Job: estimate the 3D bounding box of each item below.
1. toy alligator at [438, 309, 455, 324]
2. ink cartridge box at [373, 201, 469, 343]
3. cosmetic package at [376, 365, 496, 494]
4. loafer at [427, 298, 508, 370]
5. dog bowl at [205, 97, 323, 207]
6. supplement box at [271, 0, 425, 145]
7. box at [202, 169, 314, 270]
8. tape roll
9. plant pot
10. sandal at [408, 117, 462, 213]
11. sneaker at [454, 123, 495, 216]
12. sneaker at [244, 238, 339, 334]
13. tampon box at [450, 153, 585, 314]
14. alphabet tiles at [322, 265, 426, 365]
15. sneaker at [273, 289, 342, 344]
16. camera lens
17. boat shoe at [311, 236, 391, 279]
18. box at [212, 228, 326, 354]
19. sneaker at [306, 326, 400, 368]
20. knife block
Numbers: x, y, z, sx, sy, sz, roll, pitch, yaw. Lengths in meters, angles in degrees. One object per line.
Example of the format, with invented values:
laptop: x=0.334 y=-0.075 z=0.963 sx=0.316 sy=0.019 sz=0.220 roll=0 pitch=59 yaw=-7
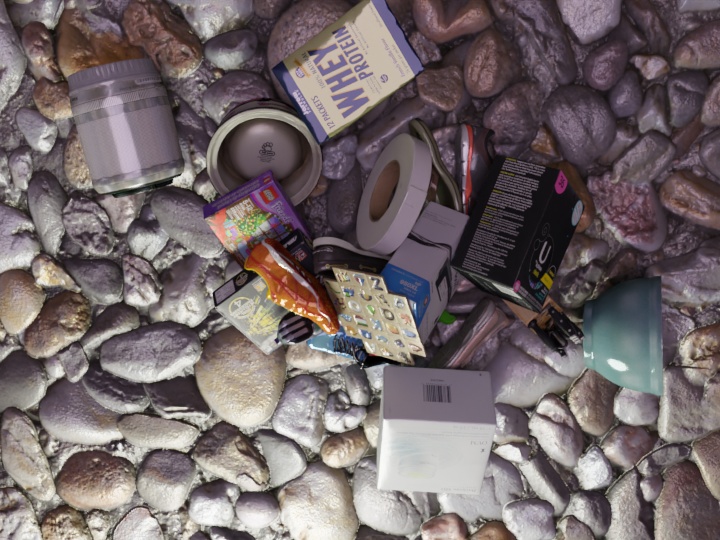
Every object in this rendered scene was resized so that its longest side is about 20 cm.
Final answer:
toy alligator: x=0.080 y=0.059 z=1.315 sx=0.194 sy=0.060 sz=0.056 roll=7 pitch=61 yaw=9
ink cartridge box: x=0.107 y=0.010 z=1.201 sx=0.083 sy=0.202 sz=0.146 roll=22 pitch=147 yaw=22
cosmetic package: x=0.130 y=0.292 z=1.292 sx=0.193 sy=0.125 sz=0.204 roll=3 pitch=130 yaw=0
loafer: x=0.196 y=0.148 z=1.324 sx=0.062 sy=0.072 sz=0.201 roll=36 pitch=98 yaw=-15
dog bowl: x=-0.162 y=-0.199 z=1.211 sx=0.194 sy=0.075 sz=0.204 roll=-5 pitch=130 yaw=-6
supplement box: x=-0.016 y=-0.319 z=1.151 sx=0.197 sy=0.200 sz=0.136 roll=-33 pitch=99 yaw=8
box: x=-0.166 y=-0.063 z=1.245 sx=0.134 sy=0.040 sz=0.202 roll=-27 pitch=132 yaw=6
tape roll: x=0.053 y=-0.126 z=1.193 sx=0.036 sy=0.203 sz=0.207 roll=19 pitch=104 yaw=-21
plant pot: x=0.462 y=0.113 z=1.259 sx=0.130 sy=0.200 sz=0.207 roll=-1 pitch=104 yaw=23
sandal: x=0.121 y=-0.162 z=1.247 sx=0.056 sy=0.080 sz=0.205 roll=-25 pitch=92 yaw=-11
sneaker: x=0.209 y=-0.152 z=1.253 sx=0.079 sy=0.077 sz=0.206 roll=-2 pitch=103 yaw=-5
sneaker: x=-0.111 y=0.035 z=1.197 sx=0.077 sy=0.073 sz=0.200 roll=-41 pitch=101 yaw=14
tampon box: x=0.264 y=-0.060 z=1.188 sx=0.124 sy=0.149 sz=0.204 roll=22 pitch=85 yaw=36
alphabet tiles: x=0.023 y=0.075 z=1.166 sx=0.163 sy=0.006 sz=0.203 roll=11 pitch=138 yaw=35
sneaker: x=-0.065 y=0.076 z=1.277 sx=0.196 sy=0.087 sz=0.076 roll=-20 pitch=83 yaw=-23
camera lens: x=-0.389 y=-0.234 z=1.196 sx=0.155 sy=0.160 sz=0.206 roll=-11 pitch=103 yaw=3
boat shoe: x=0.000 y=0.000 z=1.243 sx=0.197 sy=0.071 sz=0.062 roll=17 pitch=66 yaw=-33
box: x=-0.141 y=0.041 z=1.278 sx=0.198 sy=0.050 sz=0.162 roll=-35 pitch=132 yaw=7
sneaker: x=-0.005 y=0.131 z=1.300 sx=0.193 sy=0.091 sz=0.080 roll=4 pitch=118 yaw=4
knife block: x=0.297 y=0.057 z=1.244 sx=0.200 sy=0.176 sz=0.064 roll=44 pitch=99 yaw=-8
